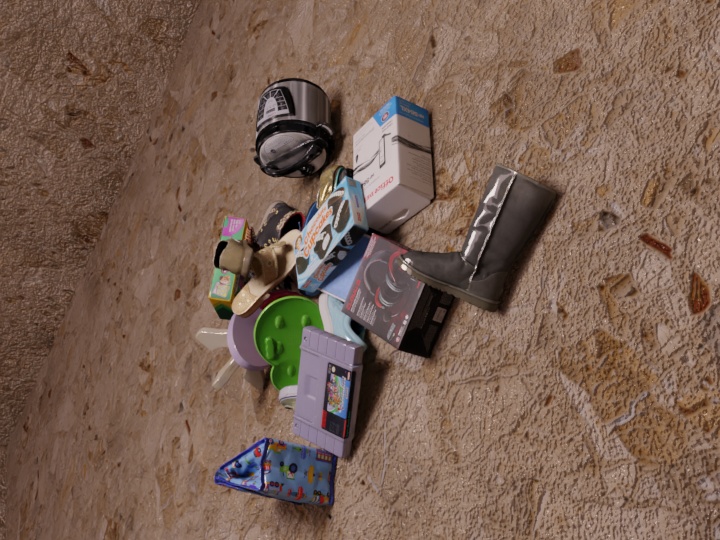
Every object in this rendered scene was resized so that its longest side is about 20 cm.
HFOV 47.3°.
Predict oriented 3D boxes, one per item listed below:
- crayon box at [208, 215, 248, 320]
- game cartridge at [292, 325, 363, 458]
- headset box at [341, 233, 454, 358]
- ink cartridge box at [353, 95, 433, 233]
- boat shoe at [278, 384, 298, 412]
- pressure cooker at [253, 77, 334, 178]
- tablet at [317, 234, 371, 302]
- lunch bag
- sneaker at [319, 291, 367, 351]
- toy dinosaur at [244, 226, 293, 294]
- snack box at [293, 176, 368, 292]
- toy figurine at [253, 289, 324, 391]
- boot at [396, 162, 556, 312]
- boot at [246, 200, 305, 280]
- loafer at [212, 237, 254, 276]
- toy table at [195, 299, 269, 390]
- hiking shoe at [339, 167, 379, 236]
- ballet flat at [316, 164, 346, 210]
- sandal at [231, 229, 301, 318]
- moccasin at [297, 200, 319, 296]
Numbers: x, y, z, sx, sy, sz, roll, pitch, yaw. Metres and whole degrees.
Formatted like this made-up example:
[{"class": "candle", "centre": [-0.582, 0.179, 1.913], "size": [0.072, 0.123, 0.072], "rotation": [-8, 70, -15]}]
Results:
[{"class": "crayon box", "centre": [-0.302, -0.001, 1.939], "size": [0.173, 0.058, 0.202], "rotation": [89, -172, -71]}, {"class": "game cartridge", "centre": [-0.058, 0.210, 1.426], "size": [0.129, 0.038, 0.202], "rotation": [19, 108, 42]}, {"class": "headset box", "centre": [0.060, 0.036, 1.367], "size": [0.200, 0.075, 0.150], "rotation": [31, 100, 53]}, {"class": "ink cartridge box", "centre": [0.057, -0.193, 1.516], "size": [0.146, 0.084, 0.202], "rotation": [-37, 44, 45]}, {"class": "boat shoe", "centre": [-0.092, 0.246, 1.522], "size": [0.199, 0.071, 0.063], "rotation": [-17, 64, 53]}, {"class": "pressure cooker", "centre": [-0.147, -0.304, 1.834], "size": [0.176, 0.176, 0.202], "rotation": [112, 160, -56]}, {"class": "tablet", "centre": [0.000, 0.000, 1.504], "size": [0.199, 0.014, 0.131], "rotation": [23, 96, 41]}, {"class": "lunch bag", "centre": [-0.160, 0.371, 1.477], "size": [0.199, 0.149, 0.095], "rotation": [-27, 50, 50]}, {"class": "sneaker", "centre": [-0.022, 0.096, 1.514], "size": [0.081, 0.074, 0.201], "rotation": [-28, 38, 11]}, {"class": "toy dinosaur", "centre": [-0.204, -0.012, 1.764], "size": [0.134, 0.200, 0.103], "rotation": [7, 73, 24]}, {"class": "snack box", "centre": [-0.058, -0.064, 1.521], "size": [0.200, 0.037, 0.117], "rotation": [-48, 39, 38]}, {"class": "toy figurine", "centre": [-0.148, 0.121, 1.668], "size": [0.184, 0.148, 0.202], "rotation": [-125, 35, -70]}, {"class": "boot", "centre": [0.167, -0.061, 1.204], "size": [0.073, 0.180, 0.202], "rotation": [-42, -27, -74]}, {"class": "boot", "centre": [-0.192, -0.058, 1.861], "size": [0.202, 0.073, 0.150], "rotation": [-64, 27, -3]}, {"class": "loafer", "centre": [-0.262, -0.033, 1.653], "size": [0.200, 0.067, 0.077], "rotation": [-173, 99, -71]}, {"class": "toy table", "centre": [-0.245, 0.162, 1.735], "size": [0.117, 0.184, 0.200], "rotation": [-41, 3, 28]}, {"class": "hiking shoe", "centre": [-0.025, -0.112, 1.612], "size": [0.101, 0.075, 0.202], "rotation": [-41, 42, 35]}, {"class": "ballet flat", "centre": [-0.066, -0.116, 1.668], "size": [0.070, 0.070, 0.202], "rotation": [-13, 64, 55]}, {"class": "sandal", "centre": [-0.196, -0.004, 1.643], "size": [0.077, 0.070, 0.212], "rotation": [35, 87, 40]}, {"class": "moccasin", "centre": [-0.107, -0.047, 1.708], "size": [0.068, 0.080, 0.202], "rotation": [-15, 59, 59]}]
